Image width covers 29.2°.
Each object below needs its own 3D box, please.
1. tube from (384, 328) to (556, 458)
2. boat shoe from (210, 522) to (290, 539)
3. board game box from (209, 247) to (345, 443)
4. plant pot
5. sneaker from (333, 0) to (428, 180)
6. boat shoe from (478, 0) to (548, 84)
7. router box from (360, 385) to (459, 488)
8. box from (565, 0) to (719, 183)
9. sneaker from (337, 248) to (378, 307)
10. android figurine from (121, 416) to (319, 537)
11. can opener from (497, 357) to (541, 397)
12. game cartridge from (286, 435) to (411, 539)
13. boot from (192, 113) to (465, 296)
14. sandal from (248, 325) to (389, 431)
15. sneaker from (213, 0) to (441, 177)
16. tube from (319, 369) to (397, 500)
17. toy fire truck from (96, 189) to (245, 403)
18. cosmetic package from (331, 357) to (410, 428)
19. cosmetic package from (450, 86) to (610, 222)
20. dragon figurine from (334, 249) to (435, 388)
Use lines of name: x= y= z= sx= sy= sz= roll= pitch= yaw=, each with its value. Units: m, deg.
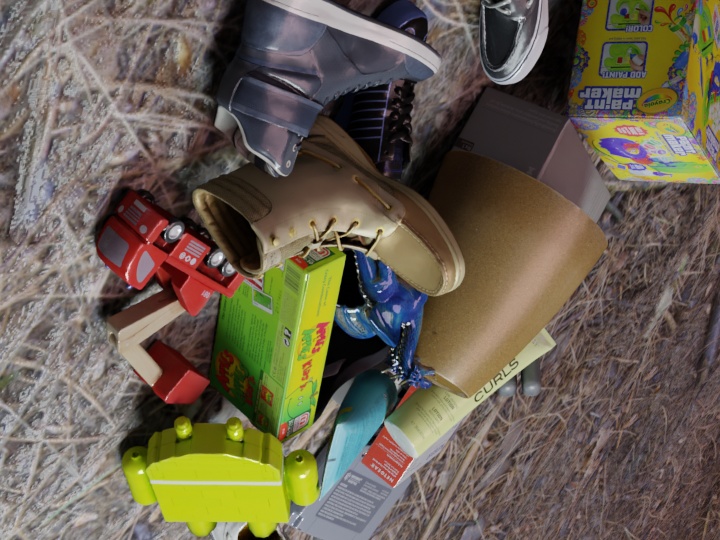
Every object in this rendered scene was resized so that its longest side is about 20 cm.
tube: x=0.111 y=0.108 z=1.424 sx=0.200 sy=0.052 sz=0.058 roll=-40 pitch=141 yaw=-17
boat shoe: x=-0.105 y=0.295 z=1.474 sx=0.075 sy=0.086 sz=0.203 roll=-42 pitch=148 yaw=-18
board game box: x=-0.078 y=0.047 z=1.239 sx=0.047 sy=0.101 sz=0.202 roll=-24 pitch=139 yaw=-39
plant pot: x=0.115 y=0.016 z=1.365 sx=0.201 sy=0.185 sz=0.186 roll=-59 pitch=151 yaw=-8
sneaker: x=0.021 y=-0.133 z=1.216 sx=0.070 sy=0.078 sz=0.202 roll=-3 pitch=124 yaw=-53
boat shoe: x=0.135 y=-0.261 z=1.251 sx=0.067 sy=0.071 sz=0.202 roll=-23 pitch=136 yaw=-44
router box: x=0.094 y=0.142 z=1.570 sx=0.180 sy=0.049 sz=0.200 roll=-58 pitch=167 yaw=14
box: x=0.309 y=-0.213 z=1.424 sx=0.200 sy=0.121 sz=0.195 roll=32 pitch=66 yaw=-60
sneaker: x=0.000 y=0.000 z=1.317 sx=0.199 sy=0.084 sz=0.076 roll=-10 pitch=129 yaw=-51
android figurine: x=-0.129 y=0.189 z=1.268 sx=0.201 sy=0.180 sz=0.041 roll=84 pitch=7 yaw=-55
can opener: x=0.168 y=0.045 z=1.510 sx=0.052 sy=0.202 sz=0.067 roll=-4 pitch=151 yaw=3
game cartridge: x=-0.012 y=0.255 z=1.616 sx=0.134 sy=0.040 sz=0.200 roll=-49 pitch=150 yaw=0
boot: x=-0.025 y=-0.028 z=1.124 sx=0.155 sy=0.200 sz=0.073 roll=-36 pitch=166 yaw=-41
sandal: x=-0.045 y=0.094 z=1.372 sx=0.200 sy=0.076 sz=0.043 roll=-39 pitch=147 yaw=-44
sneaker: x=-0.030 y=-0.143 z=1.112 sx=0.201 sy=0.077 sz=0.148 roll=12 pitch=102 yaw=-43
tube: x=-0.006 y=0.152 z=1.358 sx=0.200 sy=0.050 sz=0.078 roll=-49 pitch=149 yaw=-71
toy fire truck: x=-0.166 y=0.027 z=1.147 sx=0.142 sy=0.049 sz=0.200 roll=-53 pitch=150 yaw=1
cosmetic package: x=0.052 y=0.073 z=1.502 sx=0.201 sy=0.050 sz=0.082 roll=-55 pitch=151 yaw=3
cosmetic package: x=0.181 y=-0.099 z=1.442 sx=0.091 sy=0.106 sz=0.200 roll=-59 pitch=152 yaw=-10
dragon figurine: x=0.015 y=0.032 z=1.231 sx=0.200 sy=0.059 sz=0.100 roll=39 pitch=73 yaw=-41
